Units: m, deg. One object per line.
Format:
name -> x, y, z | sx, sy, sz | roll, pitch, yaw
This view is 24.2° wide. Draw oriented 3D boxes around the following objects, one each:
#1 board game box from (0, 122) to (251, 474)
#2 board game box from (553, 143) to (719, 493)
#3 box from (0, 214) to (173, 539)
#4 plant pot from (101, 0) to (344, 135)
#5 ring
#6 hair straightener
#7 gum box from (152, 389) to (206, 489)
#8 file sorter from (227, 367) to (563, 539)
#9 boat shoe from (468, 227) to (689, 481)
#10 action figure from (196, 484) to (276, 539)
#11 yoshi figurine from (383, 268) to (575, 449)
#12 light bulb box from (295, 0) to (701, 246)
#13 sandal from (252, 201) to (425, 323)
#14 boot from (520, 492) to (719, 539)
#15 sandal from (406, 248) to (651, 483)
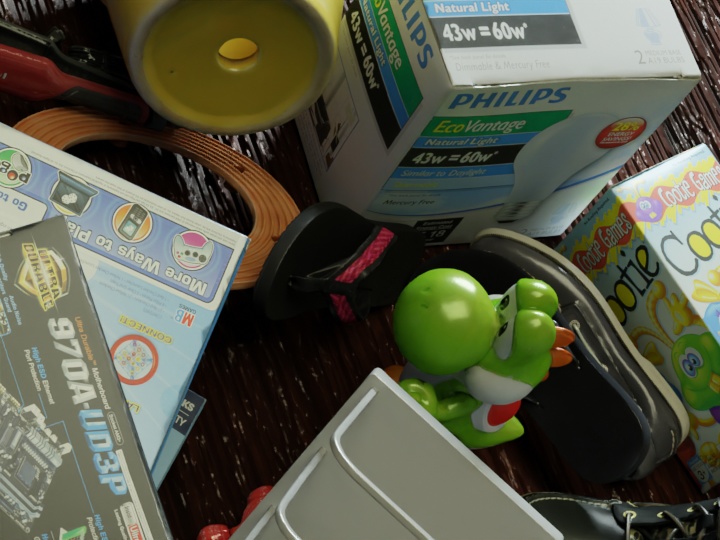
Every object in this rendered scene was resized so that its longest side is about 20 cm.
board game box -> -0.188, 0.034, 0.909 | 0.198, 0.056, 0.198 | 25, 73, -8
board game box -> 0.239, 0.033, 1.173 | 0.102, 0.105, 0.201 | -23, 72, -33
box -> -0.194, 0.090, 0.841 | 0.157, 0.046, 0.202 | -18, 83, -17
plant pot -> -0.087, -0.196, 1.076 | 0.199, 0.202, 0.190 | 9, 47, -20
ring -> -0.130, -0.044, 1.052 | 0.198, 0.019, 0.201 | 19, 28, -10
hair straightener -> -0.189, -0.141, 1.103 | 0.198, 0.041, 0.077 | 12, 39, -21
gum box -> -0.205, 0.114, 0.954 | 0.169, 0.045, 0.201 | 31, 53, -5
file sorter -> -0.014, 0.183, 0.885 | 0.139, 0.200, 0.125 | 41, 16, 2
boat shoe -> 0.138, 0.057, 1.132 | 0.200, 0.073, 0.063 | 47, 50, 1
action figure -> -0.007, 0.161, 1.015 | 0.198, 0.052, 0.066 | 5, 55, -30
yoshi figurine -> 0.044, 0.055, 1.008 | 0.111, 0.200, 0.113 | -19, 71, -32
light bulb box -> 0.085, -0.120, 1.132 | 0.196, 0.200, 0.126 | -6, 63, -27
sandal -> 0.000, 0.000, 1.054 | 0.045, 0.076, 0.199 | 32, 16, 25
boot -> 0.205, 0.160, 1.050 | 0.202, 0.154, 0.074 | 19, 55, -14
sandal -> 0.107, 0.054, 1.090 | 0.200, 0.076, 0.043 | 42, 16, 24
